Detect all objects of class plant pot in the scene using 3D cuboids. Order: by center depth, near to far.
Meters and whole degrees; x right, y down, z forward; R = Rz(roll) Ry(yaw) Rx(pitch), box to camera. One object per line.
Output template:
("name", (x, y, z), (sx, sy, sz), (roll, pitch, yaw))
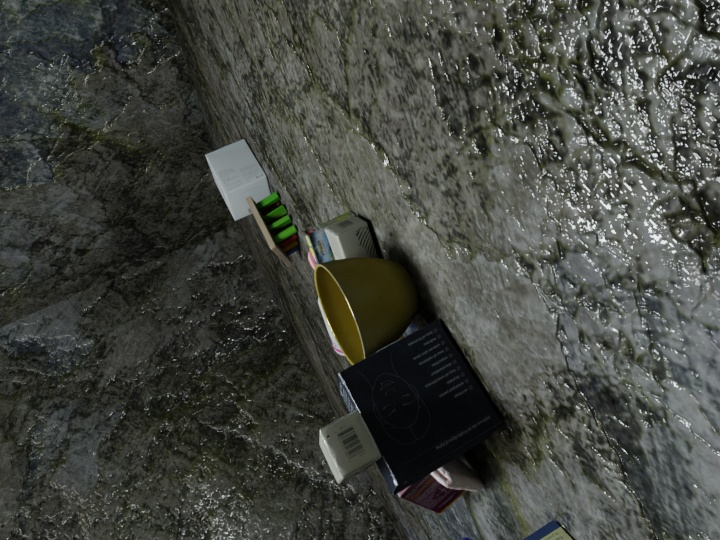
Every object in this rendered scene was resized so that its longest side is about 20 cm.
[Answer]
("plant pot", (0.022, 0.057, 1.075), (0.201, 0.141, 0.201), (56, 160, 33))

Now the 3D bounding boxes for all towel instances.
("towel", (0.136, 0.351, 1.146), (0.190, 0.032, 0.200), (37, -179, 34))

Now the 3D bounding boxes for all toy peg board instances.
("toy peg board", (-0.264, -0.144, 1.966), (0.202, 0.097, 0.199), (61, -179, 19))

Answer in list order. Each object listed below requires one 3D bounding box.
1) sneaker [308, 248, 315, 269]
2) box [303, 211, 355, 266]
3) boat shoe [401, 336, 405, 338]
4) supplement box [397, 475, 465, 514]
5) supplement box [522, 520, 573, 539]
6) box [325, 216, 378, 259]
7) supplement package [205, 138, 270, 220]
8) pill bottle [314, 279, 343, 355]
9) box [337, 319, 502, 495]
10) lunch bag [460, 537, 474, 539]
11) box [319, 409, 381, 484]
("sneaker", (-0.086, -0.004, 1.531), (0.201, 0.073, 0.087), (57, 162, 33))
("box", (-0.035, -0.010, 1.256), (0.035, 0.109, 0.202), (37, 149, 61))
("boat shoe", (0.122, 0.224, 1.174), (0.201, 0.072, 0.072), (57, -179, 22))
("supplement box", (0.131, 0.433, 1.279), (0.200, 0.086, 0.111), (42, -174, -46))
("supplement box", (0.301, 0.521, 0.848), (0.200, 0.133, 0.202), (38, 150, 61))
("box", (0.000, 0.000, 1.195), (0.082, 0.068, 0.202), (36, 148, 63))
("supplement package", (-0.421, -0.316, 2.082), (0.201, 0.150, 0.151), (57, 165, 29))
("pill bottle", (-0.037, 0.094, 1.428), (0.113, 0.112, 0.202), (42, 153, 57))
("box", (0.092, 0.227, 0.993), (0.198, 0.198, 0.124), (59, 166, 25))
("lunch bag", (0.275, 0.642, 1.170), (0.199, 0.127, 0.172), (28, 142, 52))
("box", (-0.021, 0.287, 0.958), (0.083, 0.068, 0.200), (61, 167, 16))
